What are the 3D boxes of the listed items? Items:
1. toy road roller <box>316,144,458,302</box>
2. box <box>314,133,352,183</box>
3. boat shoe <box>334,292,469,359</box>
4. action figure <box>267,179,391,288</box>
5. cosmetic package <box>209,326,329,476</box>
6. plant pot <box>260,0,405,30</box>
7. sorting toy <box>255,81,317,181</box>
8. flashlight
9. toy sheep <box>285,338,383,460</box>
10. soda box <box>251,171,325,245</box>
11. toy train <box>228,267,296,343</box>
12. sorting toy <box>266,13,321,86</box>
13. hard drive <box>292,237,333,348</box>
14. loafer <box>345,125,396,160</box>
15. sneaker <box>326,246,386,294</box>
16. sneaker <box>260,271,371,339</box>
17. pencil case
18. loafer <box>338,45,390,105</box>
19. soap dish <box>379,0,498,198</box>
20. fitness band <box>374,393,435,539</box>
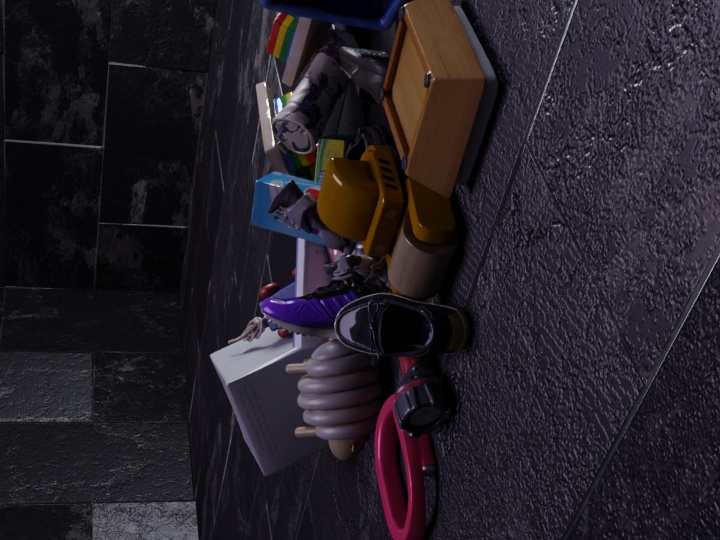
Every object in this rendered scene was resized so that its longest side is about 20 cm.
[{"bbox_3d":[0.027,-0.066,1.309,0.124,0.144,0.202,108,158,-44],"label":"toy road roller"},{"bbox_3d":[-0.044,-0.110,1.686,0.117,0.048,0.203,-45,-40,-76],"label":"box"},{"bbox_3d":[0.036,0.066,1.260,0.198,0.062,0.076,3,93,45],"label":"boat shoe"},{"bbox_3d":[-0.025,-0.037,1.393,0.070,0.199,0.130,-55,-7,13],"label":"action figure"},{"bbox_3d":[-0.126,0.193,1.706,0.167,0.163,0.200,68,169,-13],"label":"cosmetic package"},{"bbox_3d":[-0.022,-0.472,1.470,0.200,0.197,0.182,126,149,-64],"label":"plant pot"},{"bbox_3d":[-0.099,-0.193,1.793,0.200,0.069,0.201,-102,-10,-47],"label":"sorting toy"},{"bbox_3d":[0.056,0.108,1.318,0.068,0.067,0.201,78,175,-46],"label":"flashlight"},{"bbox_3d":[-0.032,0.170,1.517,0.138,0.136,0.203,-168,67,-74],"label":"toy sheep"},{"bbox_3d":[-0.051,-0.079,1.499,0.064,0.198,0.069,-40,-38,-62],"label":"soda box"},{"bbox_3d":[-0.112,0.059,1.709,0.199,0.115,0.085,-30,82,27],"label":"toy train"},{"bbox_3d":[-0.080,-0.435,1.705,0.201,0.069,0.199,-63,-1,-35],"label":"sorting toy"},{"bbox_3d":[-0.045,0.014,1.603,0.025,0.131,0.203,1,89,43],"label":"hard drive"},{"bbox_3d":[0.007,-0.167,1.550,0.200,0.062,0.073,-122,38,-64],"label":"loafer"},{"bbox_3d":[0.000,0.000,1.539,0.105,0.074,0.203,164,105,-71],"label":"sneaker"},{"bbox_3d":[-0.034,0.043,1.457,0.070,0.197,0.101,-28,-52,-84],"label":"sneaker"},{"bbox_3d":[-0.068,-0.276,1.668,0.202,0.077,0.089,-63,9,-24],"label":"pencil case"},{"bbox_3d":[0.010,-0.276,1.531,0.200,0.072,0.072,-128,44,-66],"label":"loafer"},{"bbox_3d":[0.085,-0.208,1.244,0.201,0.080,0.159,-104,22,-47],"label":"soap dish"},{"bbox_3d":[0.056,0.251,1.376,0.201,0.037,0.145,-102,18,-44],"label":"fitness band"}]
